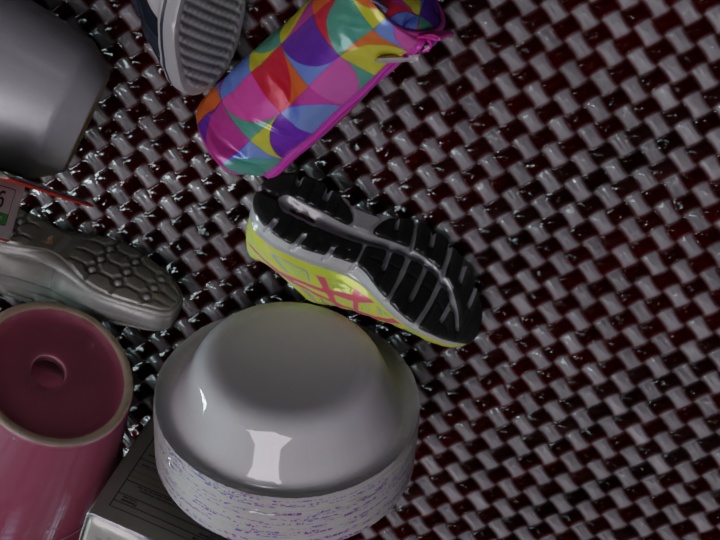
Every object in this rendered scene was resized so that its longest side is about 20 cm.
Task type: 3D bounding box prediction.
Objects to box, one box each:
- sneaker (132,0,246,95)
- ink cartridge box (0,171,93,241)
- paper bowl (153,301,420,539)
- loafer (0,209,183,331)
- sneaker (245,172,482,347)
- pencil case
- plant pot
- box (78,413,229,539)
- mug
[{"bbox_3d":[-0.130,-0.223,1.260,0.079,0.078,0.200,27,132,30],"label":"sneaker"},{"bbox_3d":[-0.306,-0.058,1.308,0.200,0.109,0.050,16,88,28],"label":"ink cartridge box"},{"bbox_3d":[-0.055,0.103,1.353,0.201,0.201,0.104,15,134,10],"label":"paper bowl"},{"bbox_3d":[-0.235,0.007,1.448,0.200,0.070,0.070,22,130,15],"label":"loafer"},{"bbox_3d":[0.000,0.000,1.365,0.200,0.078,0.090,32,148,-6],"label":"sneaker"},{"bbox_3d":[-0.029,-0.142,1.271,0.088,0.088,0.200,45,126,-11],"label":"pencil case"},{"bbox_3d":[-0.268,0.123,1.427,0.200,0.200,0.179,35,139,-4],"label":"plant pot"},{"bbox_3d":[-0.135,0.198,1.445,0.128,0.200,0.109,24,124,4],"label":"box"},{"bbox_3d":[-0.272,-0.144,1.346,0.153,0.187,0.149,25,93,-7],"label":"mug"}]
